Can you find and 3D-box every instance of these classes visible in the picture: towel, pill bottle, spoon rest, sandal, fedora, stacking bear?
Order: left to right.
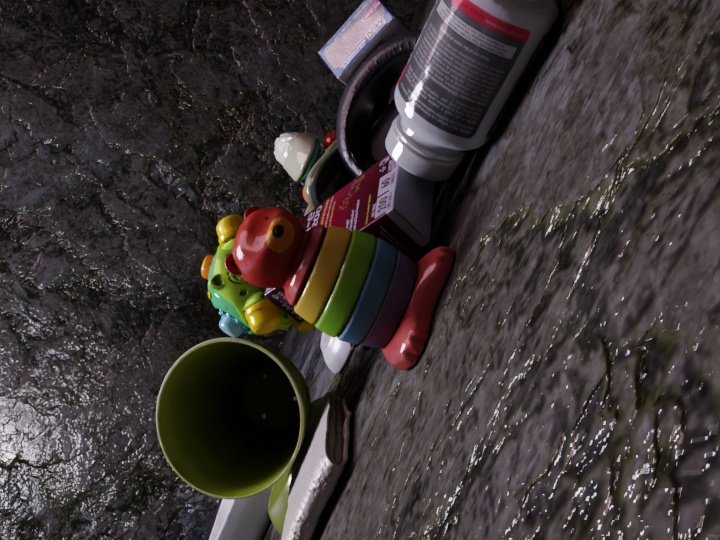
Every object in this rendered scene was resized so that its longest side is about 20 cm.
[{"bbox_3d":[-0.049,0.227,0.943,0.200,0.034,0.134,-89,21,-75],"label":"towel"},{"bbox_3d":[-0.029,0.004,0.798,0.114,0.197,0.123,132,161,-70],"label":"stacking bear"},{"bbox_3d":[-0.032,0.084,1.272,0.200,0.060,0.101,-116,47,-65],"label":"spoon rest"},{"bbox_3d":[-0.021,-0.133,1.038,0.057,0.081,0.201,-12,19,37],"label":"sandal"},{"bbox_3d":[0.070,-0.176,0.968,0.091,0.199,0.203,7,-70,-61],"label":"fedora"},{"bbox_3d":[0.099,-0.191,0.813,0.111,0.109,0.201,-75,10,-53],"label":"pill bottle"}]

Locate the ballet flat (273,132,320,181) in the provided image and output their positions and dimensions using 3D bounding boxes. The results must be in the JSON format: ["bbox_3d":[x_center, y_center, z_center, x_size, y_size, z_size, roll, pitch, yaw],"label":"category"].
[{"bbox_3d":[-0.097,-0.174,1.215,0.200,0.069,0.070,-100,34,-79],"label":"ballet flat"}]

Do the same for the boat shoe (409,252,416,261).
[{"bbox_3d":[0.036,-0.006,0.945,0.063,0.074,0.203,-4,47,45],"label":"boat shoe"}]

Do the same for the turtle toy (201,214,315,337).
[{"bbox_3d":[-0.115,0.022,1.010,0.101,0.199,0.148,-34,68,30],"label":"turtle toy"}]

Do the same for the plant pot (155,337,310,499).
[{"bbox_3d":[-0.138,0.175,1.073,0.190,0.185,0.200,-66,-10,4],"label":"plant pot"}]

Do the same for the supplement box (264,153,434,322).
[{"bbox_3d":[-0.013,-0.037,0.909,0.199,0.061,0.110,-33,31,33],"label":"supplement box"}]

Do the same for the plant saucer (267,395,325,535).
[{"bbox_3d":[-0.085,0.261,1.145,0.200,0.031,0.203,-157,89,-84],"label":"plant saucer"}]

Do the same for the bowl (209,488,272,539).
[{"bbox_3d":[-0.178,0.369,1.357,0.200,0.074,0.202,-90,24,-77],"label":"bowl"}]

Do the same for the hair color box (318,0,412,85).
[{"bbox_3d":[0.047,-0.252,1.055,0.100,0.199,0.061,-44,56,15],"label":"hair color box"}]

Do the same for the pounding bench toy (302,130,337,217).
[{"bbox_3d":[-0.010,-0.099,1.217,0.125,0.154,0.202,122,169,-53],"label":"pounding bench toy"}]

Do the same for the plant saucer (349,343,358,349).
[{"bbox_3d":[0.000,0.000,1.077,0.200,0.032,0.204,179,90,-84],"label":"plant saucer"}]
